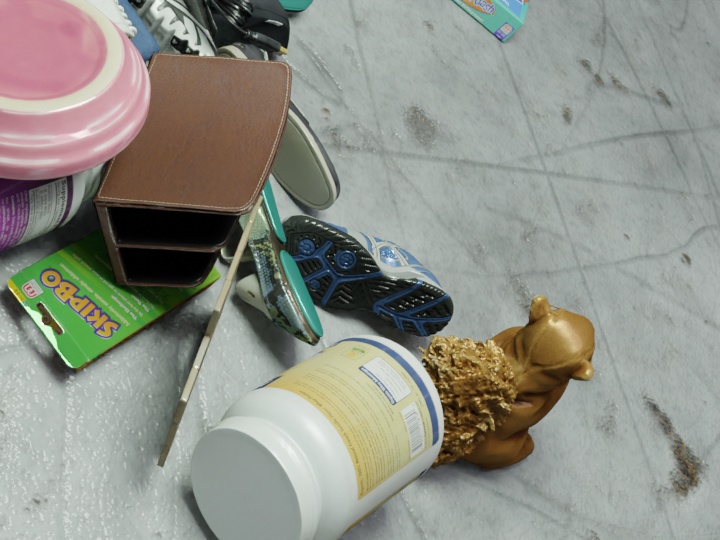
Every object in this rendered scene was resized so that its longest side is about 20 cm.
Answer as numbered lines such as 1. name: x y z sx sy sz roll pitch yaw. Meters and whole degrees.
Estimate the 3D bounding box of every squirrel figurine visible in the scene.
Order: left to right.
1. squirrel figurine: 0.139 0.110 1.319 0.199 0.186 0.142 -15 74 -46

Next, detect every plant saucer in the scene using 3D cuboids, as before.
1. plant saucer: -0.264 -0.159 1.067 0.199 0.051 0.202 8 48 -9

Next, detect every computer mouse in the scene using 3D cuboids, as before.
1. computer mouse: -0.104 -0.261 1.381 0.140 0.046 0.200 46 9 29

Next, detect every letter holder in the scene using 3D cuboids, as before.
1. letter holder: -0.132 -0.089 1.195 0.141 0.101 0.201 3 46 8

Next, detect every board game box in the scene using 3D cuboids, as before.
1. board game box: -0.216 0.011 1.190 0.096 0.030 0.200 52 39 2
2. board game box: 0.165 -0.420 1.811 0.152 0.045 0.201 35 45 -19

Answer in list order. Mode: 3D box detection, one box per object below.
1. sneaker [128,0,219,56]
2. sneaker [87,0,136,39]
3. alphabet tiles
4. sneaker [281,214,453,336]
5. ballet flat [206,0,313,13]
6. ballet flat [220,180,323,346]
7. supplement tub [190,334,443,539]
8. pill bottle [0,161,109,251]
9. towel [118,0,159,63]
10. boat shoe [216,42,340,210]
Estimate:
1. sneaker: -0.173 -0.236 1.367 0.200 0.066 0.090 51 44 1
2. sneaker: -0.235 -0.213 1.206 0.070 0.073 0.201 15 47 -12
3. alphabet tiles: -0.128 0.059 1.136 0.007 0.168 0.201 20 48 -5
4. sneaker: 0.000 0.000 1.372 0.199 0.076 0.077 30 20 -21
5. ballet flat: -0.136 -0.319 1.473 0.199 0.068 0.064 1 35 -42
6. ballet flat: -0.094 -0.009 1.288 0.074 0.074 0.201 3 57 -40
7. supplement tub: -0.035 0.152 1.166 0.199 0.144 0.145 -27 82 -48
8. pill bottle: -0.298 -0.074 1.111 0.200 0.112 0.113 -30 84 -48
9. towel: -0.288 -0.210 1.261 0.199 0.048 0.112 -29 83 -47
10. boat shoe: -0.074 -0.154 1.397 0.063 0.073 0.201 -28 78 -45
